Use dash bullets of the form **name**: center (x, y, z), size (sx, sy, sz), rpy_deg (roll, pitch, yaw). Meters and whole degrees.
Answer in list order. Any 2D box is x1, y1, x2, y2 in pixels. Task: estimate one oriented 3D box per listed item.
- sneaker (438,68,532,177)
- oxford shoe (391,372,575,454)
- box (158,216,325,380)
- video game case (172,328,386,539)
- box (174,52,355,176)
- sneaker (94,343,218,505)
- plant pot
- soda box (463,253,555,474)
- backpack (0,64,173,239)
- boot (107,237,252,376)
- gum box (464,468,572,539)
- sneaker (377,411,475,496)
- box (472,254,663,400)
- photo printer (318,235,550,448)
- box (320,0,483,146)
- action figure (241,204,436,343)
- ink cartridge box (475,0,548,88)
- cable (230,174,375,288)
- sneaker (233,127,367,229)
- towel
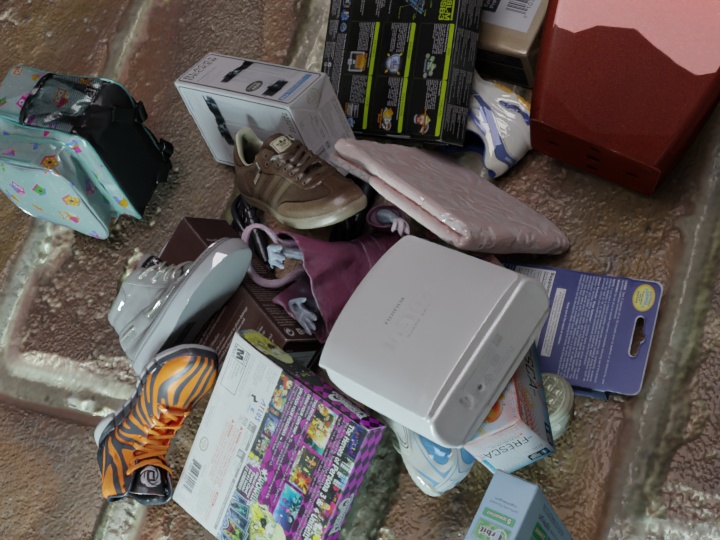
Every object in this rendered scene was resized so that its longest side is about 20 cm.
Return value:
- **sneaker**: center (0.098, -0.177, 1.453), size (0.200, 0.075, 0.088), rpy_deg (37, 82, 30)
- **oxford shoe**: center (0.121, 0.148, 1.306), size (0.199, 0.058, 0.076), rpy_deg (-17, 58, 28)
- **box**: center (-0.133, 0.044, 1.410), size (0.200, 0.075, 0.101), rpy_deg (47, 116, 28)
- **video game case**: center (-0.084, 0.187, 1.311), size (0.181, 0.036, 0.201), rpy_deg (33, 112, 29)
- **box**: center (-0.100, -0.162, 1.453), size (0.199, 0.117, 0.060), rpy_deg (17, 53, 45)
- **sneaker**: center (-0.198, 0.167, 1.355), size (0.200, 0.077, 0.113), rpy_deg (-49, 40, 34)
- **plant pot**: center (0.259, -0.188, 1.324), size (0.199, 0.200, 0.178), rpy_deg (24, 86, 10)
- **soda box**: center (0.125, 0.085, 1.254), size (0.063, 0.068, 0.201), rpy_deg (-27, 42, 24)
- **backpack**: center (-0.337, -0.138, 1.528), size (0.199, 0.176, 0.154), rpy_deg (23, 71, 31)
- **boot**: center (-0.192, 0.015, 1.366), size (0.096, 0.073, 0.200), rpy_deg (52, 120, 20)
- **gum box**: center (0.112, 0.293, 1.172), size (0.044, 0.170, 0.201), rpy_deg (19, 73, 26)
- **sneaker**: center (0.053, 0.131, 1.284), size (0.072, 0.072, 0.200), rpy_deg (-40, 41, 5)
- **box**: center (0.191, 0.057, 1.335), size (0.198, 0.032, 0.122), rpy_deg (9, 69, 24)
- **photo printer**: center (0.057, 0.056, 1.229), size (0.167, 0.069, 0.199), rpy_deg (-55, 37, -9)
- **box**: center (0.041, -0.240, 1.447), size (0.192, 0.047, 0.202), rpy_deg (10, 93, 41)
- **action figure**: center (0.000, 0.000, 1.379), size (0.199, 0.135, 0.148), rpy_deg (-22, 25, -37)
- **ink cartridge box**: center (0.156, -0.320, 1.501), size (0.164, 0.075, 0.201), rpy_deg (18, 74, 24)
- **cable**: center (-0.073, -0.054, 1.468), size (0.162, 0.051, 0.202), rpy_deg (11, 70, 23)
- **sneaker**: center (-0.072, -0.095, 1.349), size (0.070, 0.076, 0.199), rpy_deg (-32, 28, -28)
- **towel**: center (0.090, -0.071, 1.345), size (0.191, 0.199, 0.032), rpy_deg (36, 111, 31)
